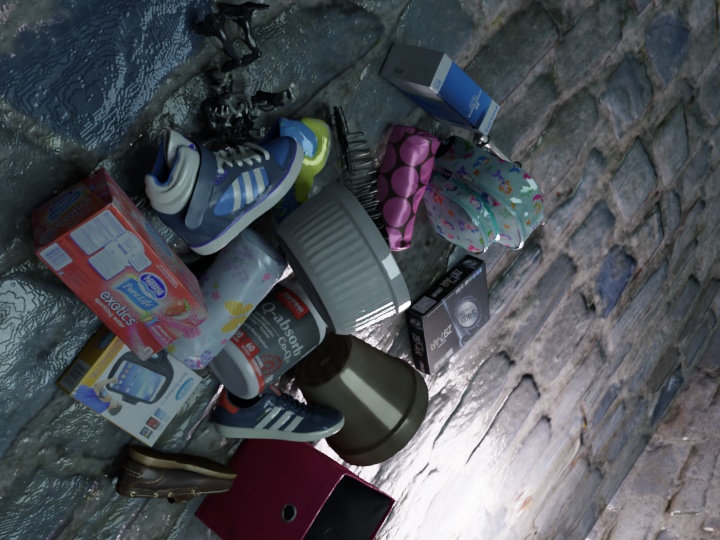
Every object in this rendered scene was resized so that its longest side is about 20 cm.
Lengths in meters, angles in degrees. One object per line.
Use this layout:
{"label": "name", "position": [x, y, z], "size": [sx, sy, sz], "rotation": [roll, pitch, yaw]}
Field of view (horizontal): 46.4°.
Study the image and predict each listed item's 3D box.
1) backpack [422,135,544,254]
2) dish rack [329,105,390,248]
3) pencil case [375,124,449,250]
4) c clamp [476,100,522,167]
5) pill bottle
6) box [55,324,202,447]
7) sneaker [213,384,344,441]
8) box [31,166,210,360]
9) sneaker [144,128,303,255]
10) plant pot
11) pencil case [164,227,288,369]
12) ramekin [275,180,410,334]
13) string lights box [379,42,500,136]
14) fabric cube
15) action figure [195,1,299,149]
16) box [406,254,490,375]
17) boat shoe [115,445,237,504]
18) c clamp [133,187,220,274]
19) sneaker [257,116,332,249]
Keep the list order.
{"label": "backpack", "position": [0.210, -0.120, 1.443], "size": [0.151, 0.200, 0.178], "rotation": [-53, 148, -20]}
{"label": "dish rack", "position": [-0.003, -0.139, 1.237], "size": [0.054, 0.154, 0.200], "rotation": [-12, 127, -4]}
{"label": "pencil case", "position": [0.072, -0.134, 1.380], "size": [0.094, 0.091, 0.200], "rotation": [-11, 121, -66]}
{"label": "c clamp", "position": [0.261, -0.201, 1.614], "size": [0.200, 0.027, 0.171], "rotation": [37, 80, -52]}
{"label": "pill bottle", "position": [-0.125, 0.087, 1.237], "size": [0.200, 0.116, 0.116], "rotation": [-38, 136, -31]}
{"label": "box", "position": [-0.298, 0.154, 1.129], "size": [0.119, 0.041, 0.200], "rotation": [-54, 140, -14]}
{"label": "sneaker", "position": [-0.122, 0.208, 1.282], "size": [0.199, 0.075, 0.085], "rotation": [1, 102, -11]}
{"label": "box", "position": [-0.275, -0.006, 0.975], "size": [0.103, 0.095, 0.200], "rotation": [-33, 130, 1]}
{"label": "sneaker", "position": [-0.167, -0.129, 1.010], "size": [0.200, 0.081, 0.147], "rotation": [-47, 134, -16]}
{"label": "plant pot", "position": [-0.013, 0.194, 1.396], "size": [0.200, 0.200, 0.174], "rotation": [-52, 124, -17]}
{"label": "pencil case", "position": [-0.187, 0.035, 1.119], "size": [0.200, 0.091, 0.083], "rotation": [-52, 146, 5]}
{"label": "ramekin", "position": [-0.029, -0.008, 1.124], "size": [0.105, 0.200, 0.200], "rotation": [-31, 135, -9]}
{"label": "string lights box", "position": [0.131, -0.287, 1.345], "size": [0.200, 0.103, 0.059], "rotation": [23, 91, -54]}
{"label": "fabric cube", "position": [-0.102, 0.386, 1.364], "size": [0.196, 0.199, 0.200], "rotation": [-57, 143, -9]}
{"label": "action figure", "position": [-0.146, -0.225, 1.050], "size": [0.119, 0.102, 0.200], "rotation": [-38, 135, -47]}
{"label": "box", "position": [0.176, 0.088, 1.660], "size": [0.200, 0.043, 0.160], "rotation": [-38, 135, -31]}
{"label": "boat shoe", "position": [-0.268, 0.304, 1.225], "size": [0.200, 0.070, 0.070], "rotation": [24, 84, -45]}
{"label": "c clamp", "position": [-0.227, -0.067, 1.083], "size": [0.200, 0.027, 0.171], "rotation": [-7, 127, -48]}
{"label": "sneaker", "position": [-0.116, -0.125, 1.182], "size": [0.105, 0.076, 0.200], "rotation": [12, 102, -34]}
